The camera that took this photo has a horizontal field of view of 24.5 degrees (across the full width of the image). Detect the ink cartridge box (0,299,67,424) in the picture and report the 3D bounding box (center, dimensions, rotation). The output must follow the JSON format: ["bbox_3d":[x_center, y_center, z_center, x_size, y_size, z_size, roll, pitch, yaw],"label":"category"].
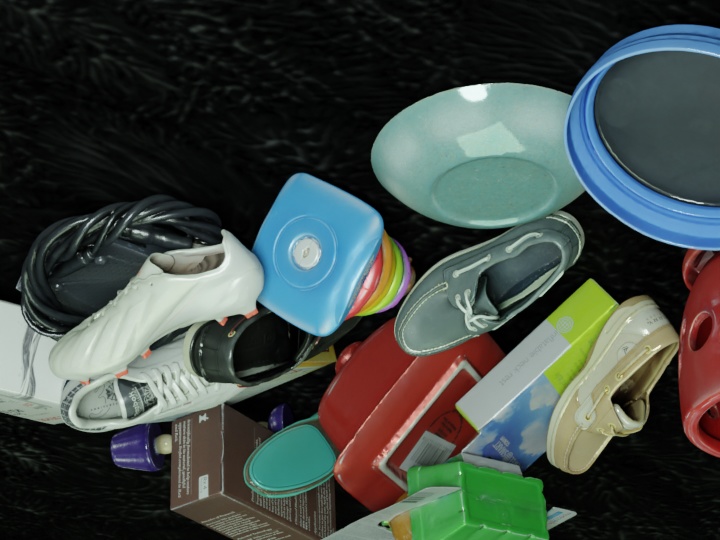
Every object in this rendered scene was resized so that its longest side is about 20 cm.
[{"bbox_3d":[-0.338,0.078,1.523,0.198,0.084,0.146,18,164,-27],"label":"ink cartridge box"}]

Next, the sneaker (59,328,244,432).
[{"bbox_3d":[-0.167,0.099,1.460,0.198,0.077,0.080,-19,-174,-8],"label":"sneaker"}]

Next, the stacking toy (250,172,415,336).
[{"bbox_3d":[0.000,0.000,1.432,0.109,0.117,0.200,29,-175,28],"label":"stacking toy"}]

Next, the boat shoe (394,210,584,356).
[{"bbox_3d":[0.106,0.017,1.444,0.199,0.062,0.073,-33,99,21],"label":"boat shoe"}]

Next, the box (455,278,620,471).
[{"bbox_3d":[0.177,0.113,1.578,0.200,0.048,0.122,-42,144,0],"label":"box"}]

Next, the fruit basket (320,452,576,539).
[{"bbox_3d":[0.074,0.241,1.568,0.184,0.095,0.199,16,153,-32],"label":"fruit basket"}]

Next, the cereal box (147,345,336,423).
[{"bbox_3d":[-0.142,0.104,1.617,0.199,0.040,0.143,-24,166,34],"label":"cereal box"}]

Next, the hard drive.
[{"bbox_3d":[-0.194,0.013,1.495,0.199,0.043,0.134,25,141,-38],"label":"hard drive"}]

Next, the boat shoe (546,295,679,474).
[{"bbox_3d":[0.237,0.121,1.544,0.073,0.069,0.201,-8,131,-39],"label":"boat shoe"}]

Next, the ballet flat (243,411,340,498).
[{"bbox_3d":[-0.040,0.178,1.691,0.199,0.068,0.070,-31,172,-27],"label":"ballet flat"}]

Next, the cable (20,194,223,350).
[{"bbox_3d":[-0.202,0.008,1.397,0.198,0.051,0.164,-16,143,12],"label":"cable"}]

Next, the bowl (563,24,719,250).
[{"bbox_3d":[0.254,-0.100,1.248,0.199,0.040,0.202,16,140,13],"label":"bowl"}]

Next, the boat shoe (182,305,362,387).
[{"bbox_3d":[-0.062,0.055,1.448,0.063,0.075,0.200,10,-161,42],"label":"boat shoe"}]

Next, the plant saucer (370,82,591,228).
[{"bbox_3d":[0.107,-0.079,1.348,0.198,0.039,0.202,0,150,0],"label":"plant saucer"}]

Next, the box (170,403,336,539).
[{"bbox_3d":[-0.108,0.224,1.706,0.074,0.101,0.200,-20,144,26],"label":"box"}]

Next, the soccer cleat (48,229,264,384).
[{"bbox_3d":[-0.174,0.026,1.352,0.198,0.070,0.078,-23,124,10],"label":"soccer cleat"}]

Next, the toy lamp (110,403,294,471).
[{"bbox_3d":[-0.171,0.180,1.779,0.198,0.059,0.058,-11,150,11],"label":"toy lamp"}]

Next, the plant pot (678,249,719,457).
[{"bbox_3d":[0.370,0.051,1.441,0.198,0.184,0.201,-2,151,-1],"label":"plant pot"}]

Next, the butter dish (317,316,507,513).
[{"bbox_3d":[0.034,0.122,1.608,0.200,0.147,0.200,-51,146,-5],"label":"butter dish"}]
